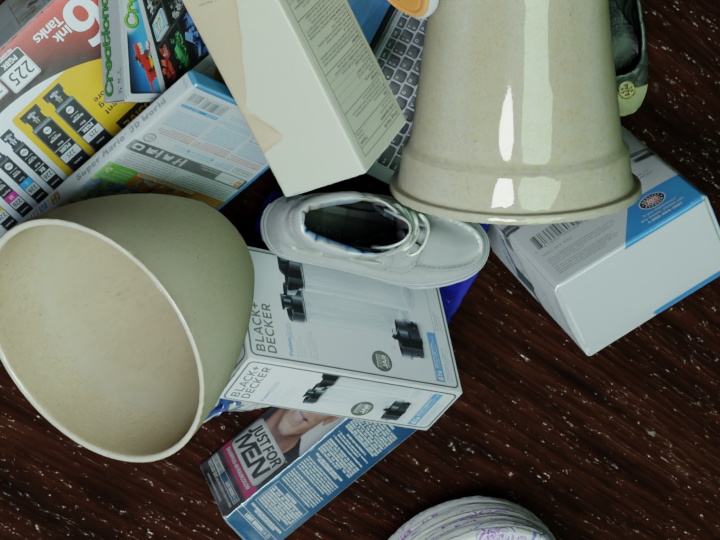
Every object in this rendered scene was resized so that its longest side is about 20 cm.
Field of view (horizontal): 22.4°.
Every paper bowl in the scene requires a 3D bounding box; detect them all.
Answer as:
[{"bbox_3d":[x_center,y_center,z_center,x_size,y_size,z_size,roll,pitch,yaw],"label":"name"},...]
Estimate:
[{"bbox_3d":[0.098,0.306,1.723,0.200,0.104,0.201,-8,116,-17],"label":"paper bowl"}]

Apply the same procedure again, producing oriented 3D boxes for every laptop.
[{"bbox_3d":[0.034,-0.156,1.474,0.200,0.116,0.187,26,104,-9],"label":"laptop"}]

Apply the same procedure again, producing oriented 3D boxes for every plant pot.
[{"bbox_3d":[0.122,-0.151,1.418,0.200,0.200,0.184,-6,109,-17],"label":"plant pot"}]

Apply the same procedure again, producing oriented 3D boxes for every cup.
[{"bbox_3d":[-0.160,0.022,1.360,0.143,0.200,0.200,-41,132,-47],"label":"cup"}]

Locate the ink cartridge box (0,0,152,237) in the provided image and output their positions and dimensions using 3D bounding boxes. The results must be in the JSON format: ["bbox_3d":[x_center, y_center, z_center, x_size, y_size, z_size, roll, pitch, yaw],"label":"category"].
[{"bbox_3d":[-0.239,-0.115,1.418,0.200,0.084,0.176,-43,121,3],"label":"ink cartridge box"}]

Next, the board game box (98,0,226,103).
[{"bbox_3d":[-0.138,-0.227,1.369,0.126,0.035,0.200,-5,94,-39],"label":"board game box"}]

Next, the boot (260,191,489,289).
[{"bbox_3d":[0.026,-0.024,1.449,0.200,0.096,0.074,4,89,-22],"label":"boot"}]

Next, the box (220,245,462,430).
[{"bbox_3d":[-0.024,0.056,1.485,0.200,0.117,0.060,12,139,-27],"label":"box"}]

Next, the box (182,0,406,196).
[{"bbox_3d":[-0.052,-0.166,1.347,0.078,0.095,0.200,-15,112,31],"label":"box"}]

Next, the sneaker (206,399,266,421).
[{"bbox_3d":[-0.125,0.103,1.558,0.200,0.088,0.075,-4,114,-19],"label":"sneaker"}]

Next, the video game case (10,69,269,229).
[{"bbox_3d":[-0.154,-0.069,1.402,0.200,0.018,0.143,-39,151,21],"label":"video game case"}]

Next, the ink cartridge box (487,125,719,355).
[{"bbox_3d":[0.197,-0.038,1.544,0.146,0.200,0.086,-31,122,-3],"label":"ink cartridge box"}]

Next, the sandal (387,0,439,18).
[{"bbox_3d":[-0.007,-0.260,1.321,0.059,0.079,0.207,-45,133,-24],"label":"sandal"}]

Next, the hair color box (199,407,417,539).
[{"bbox_3d":[-0.040,0.149,1.603,0.200,0.100,0.061,-39,119,0],"label":"hair color box"}]

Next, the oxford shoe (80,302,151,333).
[{"bbox_3d":[-0.152,0.048,1.502,0.200,0.071,0.073,11,139,-25],"label":"oxford shoe"}]

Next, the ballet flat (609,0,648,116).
[{"bbox_3d":[0.213,-0.220,1.547,0.066,0.057,0.200,-18,119,-10],"label":"ballet flat"}]

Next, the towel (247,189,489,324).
[{"bbox_3d":[0.000,0.000,1.551,0.200,0.050,0.148,5,134,-19],"label":"towel"}]
